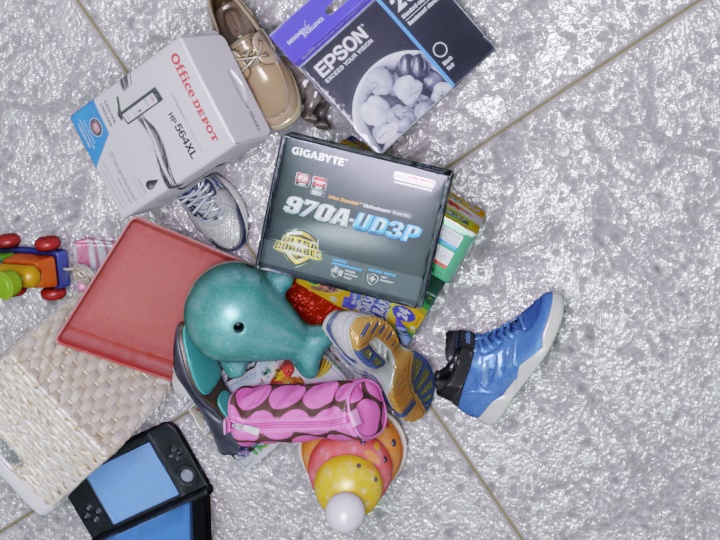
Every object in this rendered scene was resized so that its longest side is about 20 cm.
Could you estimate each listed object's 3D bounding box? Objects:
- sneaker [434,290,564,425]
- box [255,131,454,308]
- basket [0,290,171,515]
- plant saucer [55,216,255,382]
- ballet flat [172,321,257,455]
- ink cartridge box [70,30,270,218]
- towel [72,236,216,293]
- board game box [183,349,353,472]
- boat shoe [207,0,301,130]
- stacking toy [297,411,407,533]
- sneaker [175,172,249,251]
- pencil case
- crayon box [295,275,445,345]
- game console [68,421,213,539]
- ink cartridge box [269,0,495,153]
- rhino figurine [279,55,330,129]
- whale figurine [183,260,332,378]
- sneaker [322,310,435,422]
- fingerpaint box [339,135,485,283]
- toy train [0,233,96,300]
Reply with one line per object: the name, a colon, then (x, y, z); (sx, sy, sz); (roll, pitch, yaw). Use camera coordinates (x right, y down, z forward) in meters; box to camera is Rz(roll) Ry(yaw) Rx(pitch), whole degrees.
sneaker: (0.167, 0.094, 1.649); (0.111, 0.077, 0.200); (28, 114, -7)
box: (-0.007, -0.058, 1.484); (0.199, 0.046, 0.160); (15, 104, 6)
basket: (-0.389, 0.168, 1.691); (0.198, 0.200, 0.161); (47, 123, -5)
plant saucer: (-0.262, 0.035, 1.668); (0.199, 0.037, 0.200); (23, 110, -36)
ballet flat: (-0.205, 0.161, 1.702); (0.073, 0.073, 0.200); (-25, 107, 15)
ink cartridge box: (-0.228, -0.174, 1.559); (0.200, 0.084, 0.146); (-29, 87, 31)
towel: (-0.286, 0.031, 1.743); (0.199, 0.030, 0.147); (3, 106, 9)
board game box: (-0.124, 0.160, 1.743); (0.200, 0.035, 0.126); (-42, 94, 17)
boat shoe: (-0.136, -0.256, 1.573); (0.071, 0.065, 0.200); (-32, 66, 4)
stacking toy: (-0.012, 0.270, 1.658); (0.145, 0.200, 0.147); (0, 114, 1)
sneaker: (-0.216, -0.107, 1.665); (0.077, 0.085, 0.200); (-30, 98, 16)
pencil case: (-0.071, 0.182, 1.641); (0.199, 0.094, 0.091); (-9, 86, 27)
crayon box: (0.000, 0.000, 1.638); (0.200, 0.052, 0.126); (30, 145, 3)
game console: (-0.311, 0.332, 1.779); (0.199, 0.116, 0.176); (-26, 99, 15)
ink cartridge box: (0.027, -0.274, 1.567); (0.198, 0.043, 0.200); (-43, 93, -3)
rhino figurine: (-0.054, -0.223, 1.615); (0.199, 0.060, 0.088); (3, 82, 9)
whale figurine: (-0.125, 0.072, 1.641); (0.200, 0.104, 0.159); (28, 98, -15)
sneaker: (0.025, 0.115, 1.674); (0.075, 0.088, 0.200); (-49, 130, -20)
fingerpaint box: (0.045, -0.077, 1.581); (0.200, 0.167, 0.074); (30, 105, 1)
toy train: (-0.428, 0.007, 1.697); (0.199, 0.116, 0.085); (4, 106, 28)
